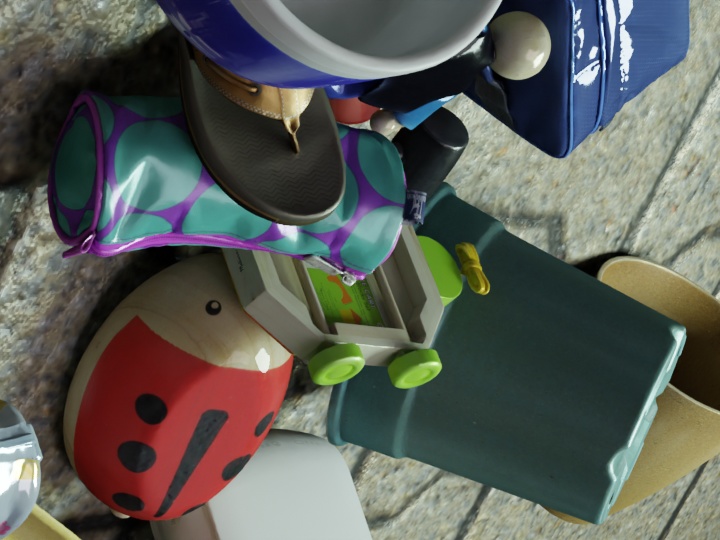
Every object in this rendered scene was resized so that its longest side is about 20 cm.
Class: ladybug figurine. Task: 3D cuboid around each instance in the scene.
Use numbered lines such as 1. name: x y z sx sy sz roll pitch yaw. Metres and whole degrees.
1. ladybug figurine: -0.107 0.082 1.147 0.135 0.072 0.200 7 124 -30

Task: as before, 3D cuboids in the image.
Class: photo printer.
1. photo printer: -0.057 0.208 1.284 0.069 0.200 0.166 -26 168 37

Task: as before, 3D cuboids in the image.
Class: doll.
1. doll: 0.016 -0.128 1.053 0.199 0.049 0.137 1 141 -20

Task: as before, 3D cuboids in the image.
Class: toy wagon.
1. toy wagon: 0.000 0.000 1.150 0.200 0.155 0.040 7 144 -46

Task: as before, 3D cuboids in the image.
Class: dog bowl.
1. dog bowl: -0.017 -0.190 0.909 0.200 0.079 0.201 3 85 -40

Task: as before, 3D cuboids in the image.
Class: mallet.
1. mallet: -0.019 -0.081 1.108 0.200 0.041 0.066 11 133 -43

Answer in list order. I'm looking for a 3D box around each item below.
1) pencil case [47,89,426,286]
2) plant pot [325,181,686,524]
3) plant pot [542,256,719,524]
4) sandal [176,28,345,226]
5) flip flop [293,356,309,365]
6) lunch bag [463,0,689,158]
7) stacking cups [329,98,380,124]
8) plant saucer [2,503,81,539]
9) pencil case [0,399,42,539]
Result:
1. pencil case: -0.070 -0.043 1.028 0.200 0.085 0.093 6 76 -31
2. plant pot: 0.106 0.068 1.289 0.200 0.196 0.200 -59 165 -27
3. plant pot: 0.228 0.124 1.626 0.186 0.186 0.200 -11 143 -50
4. sandal: -0.051 -0.119 0.961 0.082 0.055 0.201 -13 98 -25
5. flip flop: -0.020 0.014 1.260 0.081 0.057 0.200 -64 165 10
6. lunch bag: 0.116 -0.176 1.159 0.132 0.136 0.200 -42 148 -21
7. stacking cups: -0.007 -0.170 1.083 0.060 0.060 0.200 -36 152 -28
8. plant saucer: -0.254 0.226 1.149 0.200 0.048 0.200 -48 151 -9
9. pencil case: -0.259 0.108 0.978 0.091 0.083 0.200 -45 156 22
